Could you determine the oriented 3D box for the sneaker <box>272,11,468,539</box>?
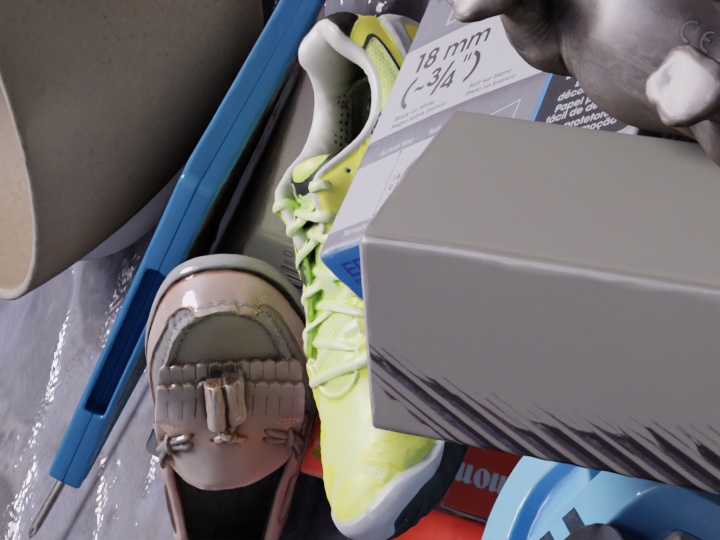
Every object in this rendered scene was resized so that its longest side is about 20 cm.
[{"bbox_3d":[0.000,0.000,0.845,0.075,0.076,0.201,-26,53,48],"label":"sneaker"}]

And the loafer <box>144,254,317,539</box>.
[{"bbox_3d":[-0.050,0.074,0.935,0.200,0.071,0.063,94,175,-54],"label":"loafer"}]

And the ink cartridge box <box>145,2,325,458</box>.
[{"bbox_3d":[-0.031,-0.030,1.029,0.161,0.050,0.201,119,171,-45],"label":"ink cartridge box"}]

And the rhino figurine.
[{"bbox_3d":[0.064,-0.083,0.667,0.200,0.087,0.060,37,102,46],"label":"rhino figurine"}]

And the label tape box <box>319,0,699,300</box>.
[{"bbox_3d":[0.083,-0.078,0.791,0.144,0.063,0.201,-18,39,46],"label":"label tape box"}]

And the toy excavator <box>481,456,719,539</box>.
[{"bbox_3d":[0.099,0.063,0.742,0.195,0.100,0.201,-48,28,32],"label":"toy excavator"}]

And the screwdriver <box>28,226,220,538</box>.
[{"bbox_3d":[-0.117,0.056,1.163,0.201,0.029,0.028,-63,31,20],"label":"screwdriver"}]

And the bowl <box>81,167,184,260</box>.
[{"bbox_3d":[-0.121,-0.088,1.182,0.201,0.090,0.202,-35,46,46],"label":"bowl"}]

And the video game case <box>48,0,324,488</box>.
[{"bbox_3d":[-0.072,-0.016,0.975,0.200,0.018,0.143,-61,4,45],"label":"video game case"}]

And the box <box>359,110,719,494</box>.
[{"bbox_3d":[0.105,0.014,0.641,0.082,0.199,0.069,-52,-35,-51],"label":"box"}]

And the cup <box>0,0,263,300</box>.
[{"bbox_3d":[-0.126,-0.106,0.999,0.200,0.143,0.201,45,148,38],"label":"cup"}]

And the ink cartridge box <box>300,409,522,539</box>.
[{"bbox_3d":[0.029,0.056,0.889,0.109,0.050,0.201,5,77,60],"label":"ink cartridge box"}]
